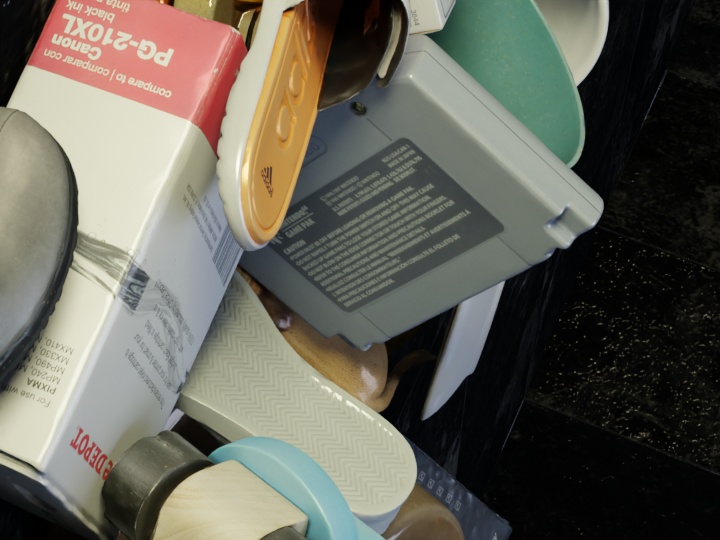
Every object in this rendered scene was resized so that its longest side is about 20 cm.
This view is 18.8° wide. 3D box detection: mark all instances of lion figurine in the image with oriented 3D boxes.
[{"bbox_3d":[-0.036,0.027,1.158,0.073,0.200,0.123,-52,-161,22],"label":"lion figurine"}]

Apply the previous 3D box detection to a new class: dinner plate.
[{"bbox_3d":[0.074,-0.006,1.257,0.200,0.024,0.201,17,90,-89],"label":"dinner plate"}]

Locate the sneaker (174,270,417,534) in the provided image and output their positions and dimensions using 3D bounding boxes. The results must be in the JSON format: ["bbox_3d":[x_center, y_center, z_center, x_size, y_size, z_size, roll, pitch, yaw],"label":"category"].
[{"bbox_3d":[-0.066,0.069,1.062,0.074,0.200,0.116,-40,166,-27],"label":"sneaker"}]

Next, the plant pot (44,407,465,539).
[{"bbox_3d":[-0.043,0.152,1.172,0.200,0.174,0.201,-26,124,-46],"label":"plant pot"}]

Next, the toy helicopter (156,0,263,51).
[{"bbox_3d":[-0.056,-0.168,0.933,0.200,0.079,0.133,75,31,-73],"label":"toy helicopter"}]

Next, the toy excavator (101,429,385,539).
[{"bbox_3d":[-0.025,0.155,0.979,0.200,0.100,0.195,-14,130,-46],"label":"toy excavator"}]

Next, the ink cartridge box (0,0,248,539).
[{"bbox_3d":[-0.115,0.000,0.927,0.145,0.084,0.201,72,39,-71],"label":"ink cartridge box"}]

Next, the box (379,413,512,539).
[{"bbox_3d":[-0.025,0.207,1.441,0.197,0.124,0.201,42,66,-44],"label":"box"}]

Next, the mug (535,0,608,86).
[{"bbox_3d":[0.069,-0.221,1.322,0.176,0.147,0.200,-83,154,-51],"label":"mug"}]

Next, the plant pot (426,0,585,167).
[{"bbox_3d":[0.002,-0.098,1.132,0.135,0.200,0.200,-37,-174,28],"label":"plant pot"}]

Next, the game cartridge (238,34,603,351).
[{"bbox_3d":[0.007,-0.036,1.034,0.200,0.133,0.042,-29,-159,51],"label":"game cartridge"}]

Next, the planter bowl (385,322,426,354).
[{"bbox_3d":[0.000,0.000,1.287,0.200,0.083,0.201,-39,163,-14],"label":"planter bowl"}]

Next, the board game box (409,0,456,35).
[{"bbox_3d":[0.012,-0.225,1.016,0.126,0.034,0.201,-66,144,-58],"label":"board game box"}]

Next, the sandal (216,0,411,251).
[{"bbox_3d":[-0.009,-0.095,0.911,0.079,0.059,0.207,70,27,-55],"label":"sandal"}]

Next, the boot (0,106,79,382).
[{"bbox_3d":[-0.164,0.004,0.753,0.132,0.070,0.201,77,30,-62],"label":"boot"}]
